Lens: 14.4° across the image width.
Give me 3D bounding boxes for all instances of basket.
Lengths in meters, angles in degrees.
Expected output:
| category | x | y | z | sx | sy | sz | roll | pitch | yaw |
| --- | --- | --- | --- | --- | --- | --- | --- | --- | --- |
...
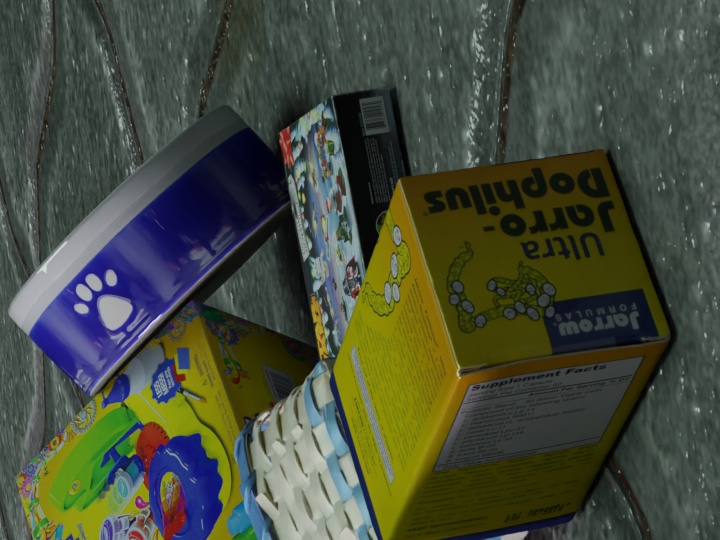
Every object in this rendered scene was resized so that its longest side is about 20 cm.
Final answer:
| category | x | y | z | sx | sy | sz | roll | pitch | yaw |
| --- | --- | --- | --- | --- | --- | --- | --- | --- | --- |
| basket | 0.006 | 0.144 | 1.579 | 0.200 | 0.139 | 0.177 | -51 | 53 | 49 |

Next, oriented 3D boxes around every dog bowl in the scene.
| category | x | y | z | sx | sy | sz | roll | pitch | yaw |
| --- | --- | --- | --- | --- | --- | --- | --- | --- | --- |
| dog bowl | -0.132 | -0.012 | 1.870 | 0.079 | 0.200 | 0.200 | 46 | 159 | 2 |

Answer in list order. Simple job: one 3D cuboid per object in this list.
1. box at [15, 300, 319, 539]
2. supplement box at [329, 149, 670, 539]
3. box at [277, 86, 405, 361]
| category | x | y | z | sx | sy | sz | roll | pitch | yaw |
| --- | --- | --- | --- | --- | --- | --- | --- | --- | --- |
| box | -0.100 | 0.166 | 1.848 | 0.193 | 0.122 | 0.200 | -45 | 46 | 24 |
| supplement box | 0.063 | 0.044 | 1.410 | 0.200 | 0.109 | 0.110 | 110 | 148 | -57 |
| box | 0.000 | 0.000 | 1.723 | 0.137 | 0.040 | 0.200 | 153 | 107 | -74 |
